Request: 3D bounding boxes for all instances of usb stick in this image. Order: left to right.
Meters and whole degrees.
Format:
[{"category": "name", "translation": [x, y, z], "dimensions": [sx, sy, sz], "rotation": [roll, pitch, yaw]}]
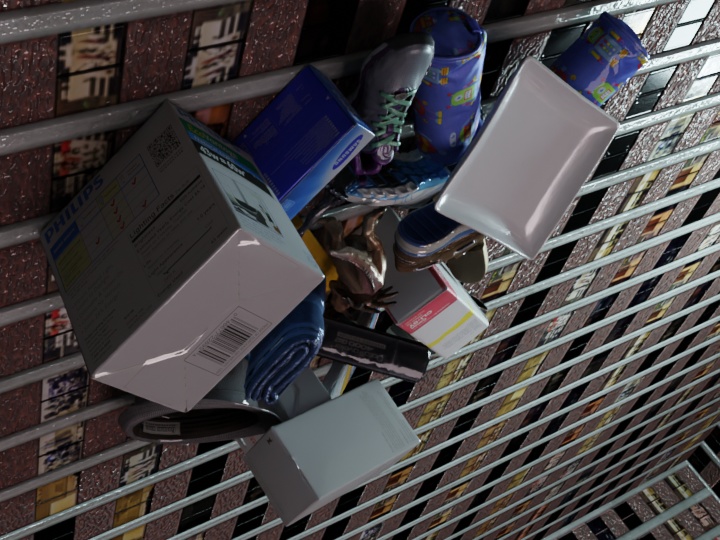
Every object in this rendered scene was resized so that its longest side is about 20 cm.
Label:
[{"category": "usb stick", "translation": [-0.001, 0.100, 1.455], "dimensions": [0.200, 0.033, 0.056], "rotation": [17, 91, -20]}]

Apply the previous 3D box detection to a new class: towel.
[{"category": "towel", "translation": [-0.086, 0.067, 1.277], "dimensions": [0.112, 0.049, 0.200], "rotation": [-48, -165, 17]}]

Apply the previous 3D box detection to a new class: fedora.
[{"category": "fedora", "translation": [-0.200, 0.153, 1.379], "dimensions": [0.200, 0.090, 0.177], "rotation": [-11, 157, 13]}]

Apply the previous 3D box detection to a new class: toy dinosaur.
[{"category": "toy dinosaur", "translation": [0.000, 0.000, 1.305], "dimensions": [0.086, 0.136, 0.200], "rotation": [-8, -176, -1]}]

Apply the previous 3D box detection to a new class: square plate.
[{"category": "square plate", "translation": [0.193, -0.128, 1.300], "dimensions": [0.198, 0.028, 0.200], "rotation": [24, 102, -43]}]

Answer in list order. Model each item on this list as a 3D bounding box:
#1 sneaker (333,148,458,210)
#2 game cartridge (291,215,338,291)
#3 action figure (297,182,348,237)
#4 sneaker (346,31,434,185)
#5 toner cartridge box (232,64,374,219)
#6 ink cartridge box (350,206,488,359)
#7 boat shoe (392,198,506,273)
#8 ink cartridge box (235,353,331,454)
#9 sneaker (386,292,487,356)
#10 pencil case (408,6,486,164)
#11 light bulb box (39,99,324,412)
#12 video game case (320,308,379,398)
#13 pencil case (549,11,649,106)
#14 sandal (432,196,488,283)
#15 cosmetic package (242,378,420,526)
[{"category": "sneaker", "translation": [0.045, -0.099, 1.331], "dimensions": [0.200, 0.075, 0.087], "rotation": [-13, 150, -37]}, {"category": "game cartridge", "translation": [-0.126, 0.031, 1.375], "dimensions": [0.200, 0.032, 0.176], "rotation": [-36, 153, 1]}, {"category": "action figure", "translation": [-0.108, -0.030, 1.219], "dimensions": [0.200, 0.119, 0.102], "rotation": [-52, 160, 9]}, {"category": "sneaker", "translation": [0.033, -0.162, 1.135], "dimensions": [0.074, 0.088, 0.200], "rotation": [-9, 162, -22]}, {"category": "toner cartridge box", "translation": [-0.088, -0.105, 1.139], "dimensions": [0.200, 0.095, 0.043], "rotation": [-43, 153, 14]}, {"category": "ink cartridge box", "translation": [0.076, 0.021, 1.469], "dimensions": [0.083, 0.145, 0.200], "rotation": [-39, 153, 7]}, {"category": "boat shoe", "translation": [0.113, -0.055, 1.364], "dimensions": [0.200, 0.072, 0.072], "rotation": [-22, 149, -33]}, {"category": "ink cartridge box", "translation": [-0.122, 0.179, 1.496], "dimensions": [0.068, 0.116, 0.200], "rotation": [-28, 164, -31]}, {"category": "sneaker", "translation": [0.117, 0.076, 1.696], "dimensions": [0.106, 0.075, 0.200], "rotation": [-51, 159, 17]}, {"category": "pencil case", "translation": [0.099, -0.200, 1.223], "dimensions": [0.087, 0.078, 0.200], "rotation": [-22, 151, -7]}, {"category": "light bulb box", "translation": [-0.174, -0.014, 1.046], "dimensions": [0.198, 0.200, 0.125], "rotation": [-43, 139, 13]}, {"category": "video game case", "translation": [-0.020, 0.130, 1.550], "dimensions": [0.143, 0.017, 0.200], "rotation": [106, 11, -50]}, {"category": "pencil case", "translation": [0.263, -0.220, 1.368], "dimensions": [0.087, 0.078, 0.200], "rotation": [24, 117, -42]}, {"category": "sandal", "translation": [0.142, -0.087, 1.474], "dimensions": [0.070, 0.078, 0.212], "rotation": [-66, 155, -49]}, {"category": "cosmetic package", "translation": [-0.033, 0.223, 1.391], "dimensions": [0.200, 0.108, 0.085], "rotation": [-19, 159, -45]}]
